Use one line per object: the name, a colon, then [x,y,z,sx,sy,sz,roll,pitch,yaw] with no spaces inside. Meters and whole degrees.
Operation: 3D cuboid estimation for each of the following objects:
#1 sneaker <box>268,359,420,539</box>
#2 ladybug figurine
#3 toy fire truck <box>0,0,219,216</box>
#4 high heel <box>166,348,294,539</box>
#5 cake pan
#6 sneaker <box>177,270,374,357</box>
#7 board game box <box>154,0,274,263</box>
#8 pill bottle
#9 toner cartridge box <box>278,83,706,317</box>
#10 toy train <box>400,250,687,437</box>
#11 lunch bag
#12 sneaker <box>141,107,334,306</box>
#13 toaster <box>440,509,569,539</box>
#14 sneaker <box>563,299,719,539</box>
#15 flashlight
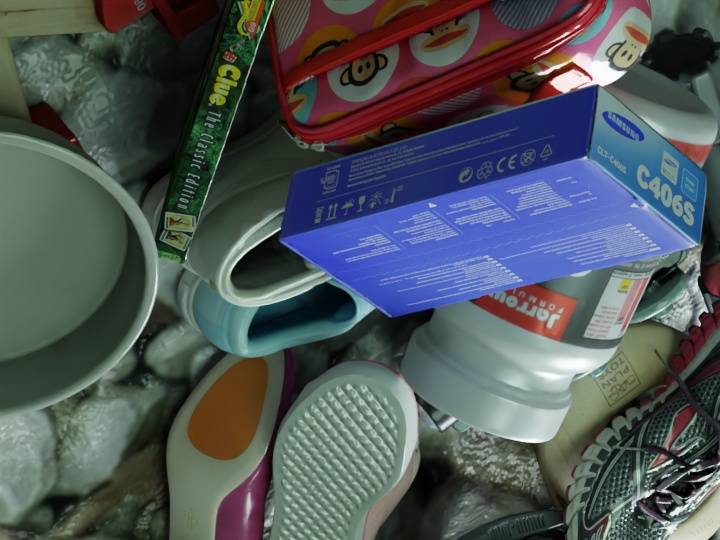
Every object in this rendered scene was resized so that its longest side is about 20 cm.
sneaker: [-0.003,0.098,1.549,0.075,0.105,0.200,23,136,6]
ladybug figurine: [0.168,0.099,1.678,0.136,0.072,0.200,-36,128,-8]
toy fire truck: [-0.152,-0.142,1.375,0.141,0.049,0.200,-34,127,-7]
high heel: [-0.070,0.131,1.578,0.096,0.067,0.200,7,103,-59]
cake pan: [-0.206,-0.004,1.391,0.200,0.037,0.201,-6,132,-7]
sneaker: [0.000,0.000,1.520,0.200,0.082,0.074,-28,127,-14]
board game box: [-0.068,-0.105,1.365,0.023,0.105,0.200,15,138,-8]
pill bottle: [0.103,-0.016,1.441,0.116,0.116,0.200,12,109,-34]
toner cartridge box: [0.064,-0.031,1.333,0.095,0.200,0.043,34,55,-40]
toy train: [0.109,0.021,1.574,0.200,0.114,0.085,-39,102,-2]
lunch bag: [0.048,-0.134,1.374,0.200,0.177,0.082,-22,150,25]
sneaker: [-0.011,-0.049,1.465,0.200,0.116,0.074,-35,126,-11]
toaster: [0.069,0.214,1.622,0.200,0.129,0.114,-10,81,-56]
sneaker: [0.197,0.106,1.602,0.081,0.075,0.200,34,93,-39]
flashlight: [0.220,-0.055,1.629,0.068,0.068,0.200,-56,134,-40]
